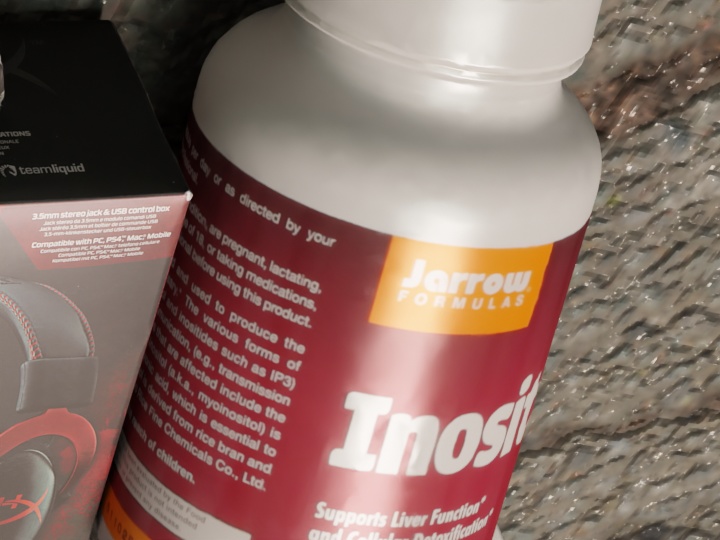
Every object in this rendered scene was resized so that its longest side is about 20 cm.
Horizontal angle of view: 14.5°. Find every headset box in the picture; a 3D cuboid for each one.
[{"bbox_3d":[-0.139,0.018,0.754,0.148,0.075,0.201,-4,135,-27],"label":"headset box"}]

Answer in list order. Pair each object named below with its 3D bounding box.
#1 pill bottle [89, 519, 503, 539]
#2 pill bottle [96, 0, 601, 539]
[{"bbox_3d":[-0.050,0.125,0.890,0.199,0.115,0.115,-23,140,-8],"label":"pill bottle"},{"bbox_3d":[0.000,0.000,0.773,0.112,0.113,0.201,-1,119,-30],"label":"pill bottle"}]
